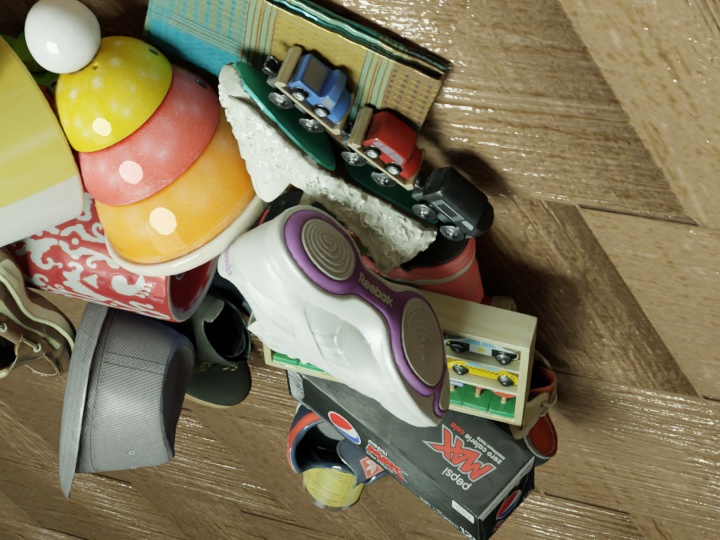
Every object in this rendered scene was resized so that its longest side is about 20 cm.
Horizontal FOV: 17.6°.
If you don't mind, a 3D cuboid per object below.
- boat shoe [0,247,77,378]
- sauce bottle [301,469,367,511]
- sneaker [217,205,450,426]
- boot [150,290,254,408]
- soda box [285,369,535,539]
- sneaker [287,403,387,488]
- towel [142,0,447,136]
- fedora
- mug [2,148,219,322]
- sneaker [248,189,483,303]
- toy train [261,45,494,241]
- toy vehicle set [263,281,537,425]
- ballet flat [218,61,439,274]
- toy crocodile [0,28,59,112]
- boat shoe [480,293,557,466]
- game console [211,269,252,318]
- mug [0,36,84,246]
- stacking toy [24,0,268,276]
[{"bbox_3d":[-0.278,0.048,1.781,0.074,0.075,0.203,9,158,21],"label":"boat shoe"},{"bbox_3d":[-0.010,0.154,2.068,0.064,0.065,0.200,26,152,2],"label":"sauce bottle"},{"bbox_3d":[-0.014,0.035,1.576,0.099,0.075,0.200,-19,125,39],"label":"sneaker"},{"bbox_3d":[-0.122,0.071,1.953,0.138,0.078,0.200,25,164,43],"label":"boot"},{"bbox_3d":[0.037,0.115,1.751,0.200,0.071,0.063,38,161,20],"label":"soda box"},{"bbox_3d":[0.030,0.140,1.909,0.198,0.085,0.075,-6,121,26],"label":"sneaker"},{"bbox_3d":[-0.046,-0.142,1.511,0.199,0.022,0.147,25,159,0],"label":"towel"},{"bbox_3d":[-0.185,0.101,1.876,0.089,0.178,0.200,11,151,0],"label":"fedora"},{"bbox_3d":[-0.218,-0.046,1.776,0.198,0.134,0.178,16,158,16],"label":"mug"},{"bbox_3d":[0.000,0.000,1.679,0.199,0.074,0.087,9,143,33],"label":"sneaker"},{"bbox_3d":[0.015,-0.081,1.515,0.200,0.034,0.046,37,152,-29],"label":"toy train"},{"bbox_3d":[0.026,0.051,1.669,0.198,0.027,0.125,13,152,9],"label":"toy vehicle set"},{"bbox_3d":[-0.031,-0.059,1.547,0.199,0.072,0.071,36,156,-29],"label":"ballet flat"},{"bbox_3d":[-0.253,-0.144,1.682,0.199,0.062,0.068,14,155,27],"label":"toy crocodile"},{"bbox_3d":[0.117,0.085,1.771,0.062,0.072,0.200,-12,138,19],"label":"boat shoe"},{"bbox_3d":[-0.023,0.034,1.830,0.177,0.031,0.199,47,153,-21],"label":"game console"},{"bbox_3d":[-0.295,-0.082,1.569,0.149,0.152,0.188,36,150,50],"label":"mug"},{"bbox_3d":[-0.156,-0.106,1.560,0.145,0.147,0.200,5,145,42],"label":"stacking toy"}]
